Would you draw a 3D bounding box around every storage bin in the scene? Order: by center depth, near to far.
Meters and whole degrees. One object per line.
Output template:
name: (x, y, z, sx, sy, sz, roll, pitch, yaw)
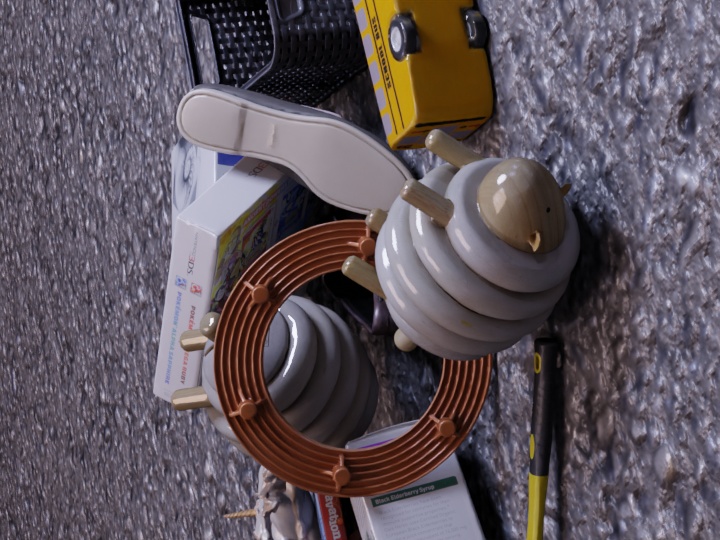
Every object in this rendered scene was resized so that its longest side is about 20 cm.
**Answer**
storage bin: (-0.071, -0.208, 1.499, 0.200, 0.094, 0.135, -26, 73, 64)

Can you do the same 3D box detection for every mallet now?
mallet: (0.117, 0.144, 1.265, 0.066, 0.041, 0.200, -169, 78, -67)

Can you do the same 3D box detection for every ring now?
ring: (-0.004, 0.064, 1.306, 0.019, 0.200, 0.201, -130, 35, -81)

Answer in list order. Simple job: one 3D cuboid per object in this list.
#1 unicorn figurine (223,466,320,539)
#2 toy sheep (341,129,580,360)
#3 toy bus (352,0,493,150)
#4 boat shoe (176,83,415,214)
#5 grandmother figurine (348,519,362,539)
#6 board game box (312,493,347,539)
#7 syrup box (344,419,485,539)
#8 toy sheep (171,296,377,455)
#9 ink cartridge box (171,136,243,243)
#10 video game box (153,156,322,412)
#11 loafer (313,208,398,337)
unicorn figurine: (-0.067, 0.220, 1.634, 0.200, 0.074, 0.137, 104, 160, -48)
toy sheep: (0.069, -0.007, 1.205, 0.200, 0.138, 0.138, -51, 51, 51)
toy bus: (0.036, -0.193, 1.303, 0.078, 0.065, 0.200, 141, 118, -64)
boat shoe: (-0.044, -0.101, 1.429, 0.057, 0.200, 0.067, -47, -24, -65)
grandmother figurine: (0.042, 0.281, 1.436, 0.121, 0.061, 0.200, 97, 158, -63)
board game box: (-0.023, 0.214, 1.522, 0.200, 0.019, 0.103, 102, 158, -81)
syrup box: (0.052, 0.216, 1.348, 0.079, 0.081, 0.200, 96, 158, -66)
toy sheep: (-0.062, 0.081, 1.389, 0.138, 0.200, 0.138, -14, 63, 28)
ink cartridge box: (-0.149, -0.040, 1.727, 0.200, 0.041, 0.200, 131, 141, -59)
video game box: (-0.094, -0.010, 1.503, 0.047, 0.200, 0.182, 26, 128, 14)
loafer: (0.000, 0.000, 1.438, 0.200, 0.063, 0.072, -140, 48, -56)
